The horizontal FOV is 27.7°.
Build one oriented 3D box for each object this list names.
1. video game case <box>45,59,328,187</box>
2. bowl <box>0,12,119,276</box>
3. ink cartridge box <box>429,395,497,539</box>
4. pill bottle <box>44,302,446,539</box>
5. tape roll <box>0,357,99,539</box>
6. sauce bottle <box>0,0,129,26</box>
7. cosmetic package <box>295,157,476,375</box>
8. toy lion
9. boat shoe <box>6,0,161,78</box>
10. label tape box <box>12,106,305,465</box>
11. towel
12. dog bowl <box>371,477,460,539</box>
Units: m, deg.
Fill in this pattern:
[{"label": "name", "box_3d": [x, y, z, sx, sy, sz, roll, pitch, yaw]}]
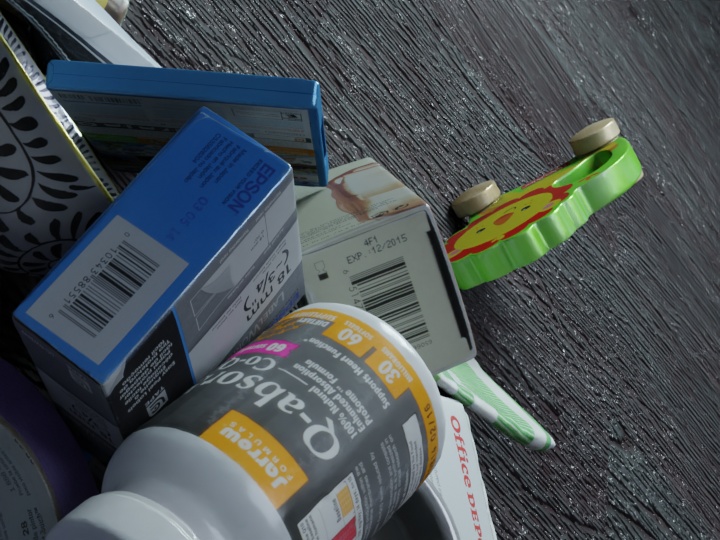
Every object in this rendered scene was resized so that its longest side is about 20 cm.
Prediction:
[{"label": "video game case", "box_3d": [-0.092, -0.082, 0.850, 0.200, 0.142, 0.018, 89, 5, -81]}, {"label": "bowl", "box_3d": [-0.203, -0.067, 0.778, 0.201, 0.094, 0.201, 56, -5, 8]}, {"label": "ink cartridge box", "box_3d": [-0.001, 0.151, 0.978, 0.200, 0.084, 0.147, 22, 50, -50]}, {"label": "pill bottle", "box_3d": [-0.053, 0.107, 0.712, 0.200, 0.116, 0.117, -38, 101, -46]}, {"label": "tape roll", "box_3d": [-0.209, 0.130, 0.678, 0.200, 0.065, 0.201, 39, 37, -37]}, {"label": "sauce bottle", "box_3d": [-0.232, -0.207, 0.903, 0.200, 0.065, 0.065, 32, 42, -45]}, {"label": "cosmetic package", "box_3d": [0.000, 0.000, 0.921, 0.200, 0.087, 0.104, -127, -163, -73]}, {"label": "toy lion", "box_3d": [0.156, -0.050, 1.288, 0.069, 0.199, 0.192, 60, 10, -11]}, {"label": "boat shoe", "box_3d": [-0.175, -0.129, 0.911, 0.072, 0.068, 0.200, 48, 2, 32]}, {"label": "label tape box", "box_3d": [-0.095, 0.031, 0.768, 0.063, 0.200, 0.144, 33, 67, 16]}, {"label": "towel", "box_3d": [0.057, 0.064, 1.130, 0.200, 0.023, 0.153, 38, 6, -38]}, {"label": "dog bowl", "box_3d": [-0.031, 0.177, 0.823, 0.059, 0.199, 0.201, 115, -41, -71]}]
